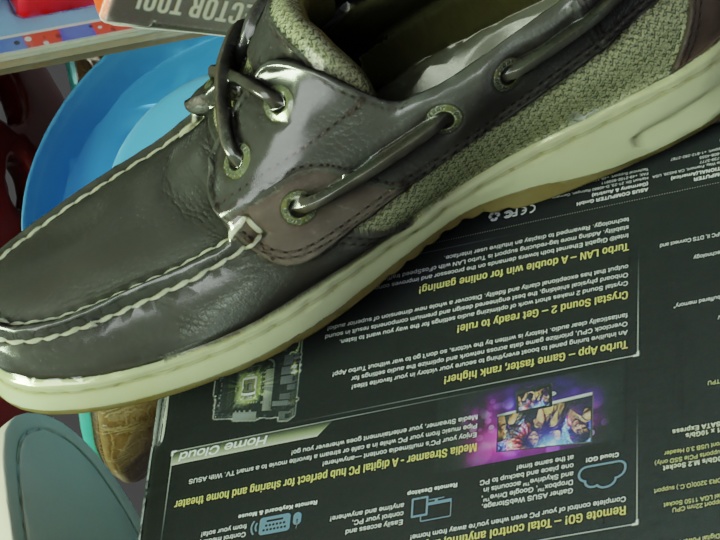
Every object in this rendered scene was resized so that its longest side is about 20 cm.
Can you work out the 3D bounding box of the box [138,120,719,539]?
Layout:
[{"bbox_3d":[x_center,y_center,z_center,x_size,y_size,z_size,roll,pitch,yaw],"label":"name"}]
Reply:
[{"bbox_3d":[0.049,0.046,0.611,0.199,0.044,0.161,-12,48,19],"label":"box"}]

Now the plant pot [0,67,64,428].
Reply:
[{"bbox_3d":[-0.206,-0.020,0.823,0.200,0.182,0.201,-7,73,23],"label":"plant pot"}]

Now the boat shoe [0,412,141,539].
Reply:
[{"bbox_3d":[-0.079,0.140,0.746,0.063,0.073,0.201,-23,79,28],"label":"boat shoe"}]

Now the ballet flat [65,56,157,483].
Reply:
[{"bbox_3d":[-0.054,-0.039,0.835,0.072,0.068,0.201,-5,86,10],"label":"ballet flat"}]

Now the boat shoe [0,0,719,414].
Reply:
[{"bbox_3d":[-0.004,-0.037,0.633,0.200,0.066,0.072,-25,38,3],"label":"boat shoe"}]

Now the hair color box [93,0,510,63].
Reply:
[{"bbox_3d":[-0.027,-0.135,0.721,0.200,0.111,0.064,-112,36,-47],"label":"hair color box"}]

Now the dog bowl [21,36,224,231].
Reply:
[{"bbox_3d":[0.000,0.000,0.736,0.200,0.050,0.112,28,77,35],"label":"dog bowl"}]

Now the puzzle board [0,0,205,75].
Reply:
[{"bbox_3d":[-0.099,-0.112,0.760,0.017,0.199,0.151,101,148,-46],"label":"puzzle board"}]
